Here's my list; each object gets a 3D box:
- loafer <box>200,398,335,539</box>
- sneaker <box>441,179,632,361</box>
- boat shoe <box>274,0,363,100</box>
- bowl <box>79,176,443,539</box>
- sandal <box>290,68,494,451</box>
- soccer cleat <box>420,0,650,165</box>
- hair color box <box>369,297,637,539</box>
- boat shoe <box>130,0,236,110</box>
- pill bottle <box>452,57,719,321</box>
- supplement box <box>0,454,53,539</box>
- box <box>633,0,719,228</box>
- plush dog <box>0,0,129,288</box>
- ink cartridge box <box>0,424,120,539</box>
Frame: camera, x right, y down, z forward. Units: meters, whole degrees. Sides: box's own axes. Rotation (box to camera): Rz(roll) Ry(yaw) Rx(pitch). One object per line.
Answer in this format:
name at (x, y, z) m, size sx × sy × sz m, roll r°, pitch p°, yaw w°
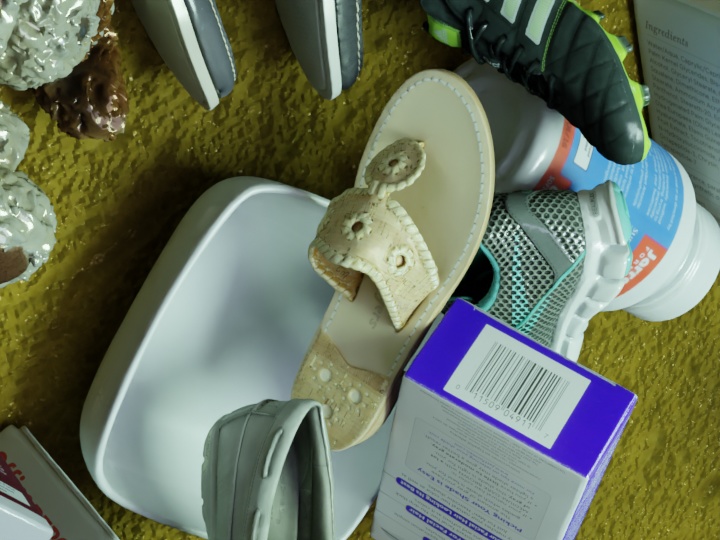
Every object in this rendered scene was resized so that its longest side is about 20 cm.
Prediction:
loafer at (-0.040, 0.161, 0.841) m, size 0.070 × 0.070 × 0.200 m, roll 18°, pitch 58°, yaw -48°
sneaker at (0.079, 0.023, 0.927) m, size 0.091 × 0.078 × 0.200 m, roll 6°, pitch 134°, yaw -11°
boat shoe at (-0.017, -0.188, 0.856) m, size 0.060 × 0.074 × 0.200 m, roll -20°, pitch 113°, yaw -21°
bowl at (-0.055, 0.050, 0.937) m, size 0.200 × 0.075 × 0.200 m, roll 25°, pitch 96°, yaw -41°
sandal at (0.005, 0.002, 0.848) m, size 0.070 × 0.078 × 0.212 m, roll -16°, pitch 129°, yaw -61°
soccer cleat at (0.082, -0.129, 0.889) m, size 0.081 × 0.200 × 0.068 m, roll -27°, pitch 158°, yaw -8°
hair color box at (0.073, 0.111, 0.924) m, size 0.065 × 0.109 × 0.200 m, roll -53°, pitch 165°, yaw -32°
boat shoe at (-0.089, -0.174, 0.810) m, size 0.063 × 0.073 × 0.200 m, roll -29°, pitch 120°, yaw -17°
pill bottle at (0.130, -0.042, 0.997) m, size 0.200 × 0.112 × 0.112 m, roll 27°, pitch 94°, yaw -39°
supplement box at (-0.226, 0.067, 0.742) m, size 0.061 × 0.200 × 0.109 m, roll -51°, pitch 130°, yaw 2°
box at (0.309, -0.119, 1.030) m, size 0.199 × 0.200 × 0.171 m, roll -29°, pitch 127°, yaw -20°
plush dog at (-0.177, -0.115, 0.755) m, size 0.172 × 0.160 × 0.200 m, roll -40°, pitch 148°, yaw -36°
ink cartridge box at (-0.207, 0.195, 0.853) m, size 0.200 × 0.144 × 0.084 m, roll -41°, pitch 129°, yaw -12°
